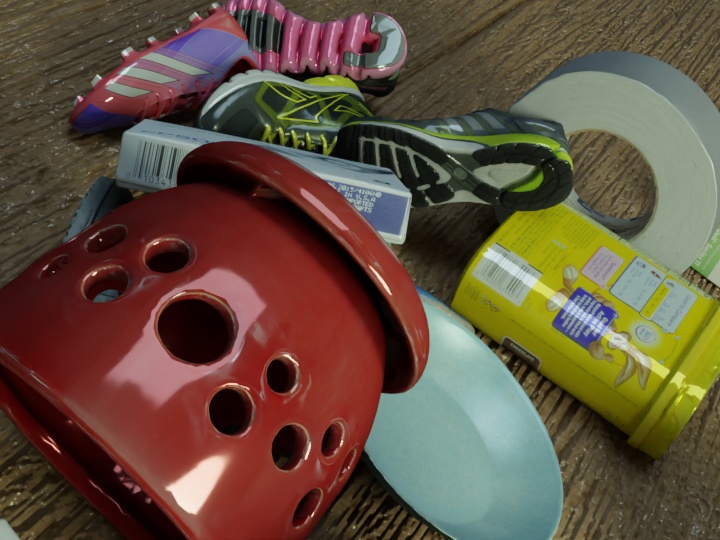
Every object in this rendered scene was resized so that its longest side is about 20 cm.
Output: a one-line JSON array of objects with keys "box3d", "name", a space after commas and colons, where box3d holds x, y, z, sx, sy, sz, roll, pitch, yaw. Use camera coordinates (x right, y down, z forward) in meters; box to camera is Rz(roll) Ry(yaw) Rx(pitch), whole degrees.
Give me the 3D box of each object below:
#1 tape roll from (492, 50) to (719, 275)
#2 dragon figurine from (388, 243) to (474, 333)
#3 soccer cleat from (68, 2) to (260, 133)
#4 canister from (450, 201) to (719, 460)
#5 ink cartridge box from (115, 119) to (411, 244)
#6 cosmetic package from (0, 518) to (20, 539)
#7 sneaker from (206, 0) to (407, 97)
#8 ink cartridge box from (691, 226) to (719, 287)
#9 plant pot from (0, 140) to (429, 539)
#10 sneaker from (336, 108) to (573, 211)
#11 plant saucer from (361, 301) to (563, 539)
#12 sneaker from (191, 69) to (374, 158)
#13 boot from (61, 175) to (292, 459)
[{"box3d": [0.211, -0.080, 0.945, 0.200, 0.201, 0.066, 35, 38, 12], "name": "tape roll"}, {"box3d": [0.000, 0.000, 0.844, 0.198, 0.059, 0.100, 7, 41, -22], "name": "dragon figurine"}, {"box3d": [-0.160, -0.158, 0.936, 0.077, 0.067, 0.200, 52, 46, -9], "name": "soccer cleat"}, {"box3d": [0.188, 0.035, 0.882, 0.199, 0.087, 0.148, 35, 49, 15], "name": "canister"}, {"box3d": [-0.070, -0.072, 0.815, 0.198, 0.041, 0.200, 11, 9, -8], "name": "ink cartridge box"}, {"box3d": [-0.149, 0.220, 0.485, 0.200, 0.072, 0.101, 43, 41, 22], "name": "cosmetic package"}, {"box3d": [-0.052, -0.202, 1.055, 0.198, 0.095, 0.080, 12, 77, 9], "name": "sneaker"}, {"box3d": [0.422, 0.004, 1.078, 0.200, 0.068, 0.117, 40, 39, 19], "name": "ink cartridge box"}, {"box3d": [-0.078, 0.044, 0.582, 0.200, 0.201, 0.183, 36, 67, 14], "name": "plant pot"}, {"box3d": [0.078, -0.096, 0.910, 0.198, 0.074, 0.081, 9, 34, 13], "name": "sneaker"}, {"box3d": [0.050, 0.106, 0.738, 0.200, 0.039, 0.202, 32, 33, -24], "name": "plant saucer"}, {"box3d": [-0.053, -0.121, 0.943, 0.199, 0.075, 0.085, -17, 53, -42], "name": "sneaker"}, {"box3d": [-0.105, 0.029, 0.742, 0.198, 0.066, 0.166, 18, 46, -6], "name": "boot"}]
